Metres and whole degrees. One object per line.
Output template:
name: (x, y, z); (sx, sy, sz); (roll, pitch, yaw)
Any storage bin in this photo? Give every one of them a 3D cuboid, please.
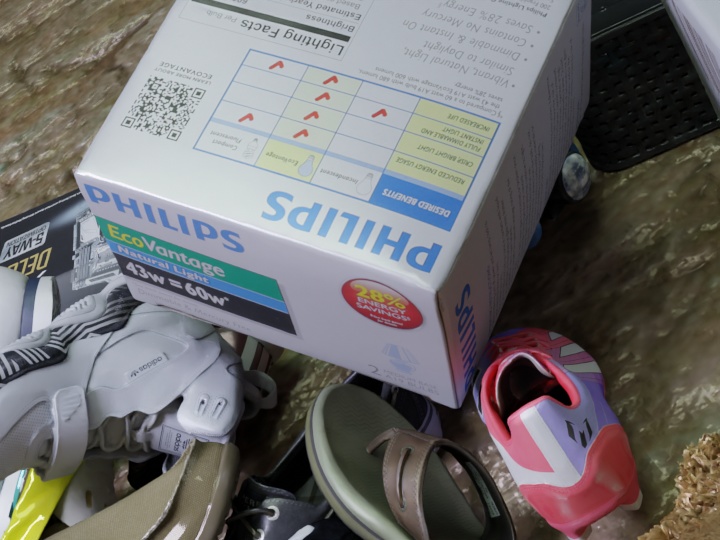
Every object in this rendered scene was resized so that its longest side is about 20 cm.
storage bin: (0.205, -0.165, 0.993); (0.198, 0.094, 0.136); (-24, 33, 17)

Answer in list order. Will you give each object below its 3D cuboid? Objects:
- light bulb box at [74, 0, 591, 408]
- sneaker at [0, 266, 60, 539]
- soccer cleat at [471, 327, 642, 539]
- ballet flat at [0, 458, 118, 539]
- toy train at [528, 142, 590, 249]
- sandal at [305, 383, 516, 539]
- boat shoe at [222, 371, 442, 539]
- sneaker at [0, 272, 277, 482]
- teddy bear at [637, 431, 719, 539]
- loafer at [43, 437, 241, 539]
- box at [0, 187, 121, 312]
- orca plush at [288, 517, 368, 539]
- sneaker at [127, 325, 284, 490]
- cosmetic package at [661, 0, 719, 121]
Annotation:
light bulb box: (-0.005, -0.067, 0.834); (0.196, 0.125, 0.201); (18, 63, 18)
sneaker: (-0.233, 0.097, 0.991); (0.076, 0.079, 0.203); (137, 141, -78)
soccer cleat: (0.085, 0.059, 0.802); (0.066, 0.077, 0.200); (-32, 19, 5)
ballet flat: (-0.176, 0.158, 0.932); (0.066, 0.067, 0.201); (22, 73, 19)
toy train: (0.045, -0.074, 0.999); (0.199, 0.115, 0.087); (2, 47, 44)
sandal: (0.042, 0.115, 0.774); (0.201, 0.079, 0.058); (49, 122, 45)
boat shoe: (-0.036, 0.127, 0.856); (0.200, 0.067, 0.070); (-45, 34, -16)
sneaker: (-0.135, 0.081, 0.883); (0.115, 0.076, 0.200); (37, 47, 15)
teddy bear: (0.190, 0.100, 0.701); (0.144, 0.067, 0.200); (3, 41, 38)
loafer: (-0.137, 0.159, 0.847); (0.200, 0.067, 0.076); (-51, 12, 10)
box: (-0.188, -0.004, 1.179); (0.198, 0.050, 0.159); (-22, 35, 19)
orca plush: (-0.072, 0.189, 0.769); (0.199, 0.071, 0.106); (-34, 61, 0)
sneaker: (-0.143, 0.086, 1.003); (0.198, 0.076, 0.116); (-16, 44, 33)
cosmetic package: (0.273, -0.118, 0.802); (0.199, 0.167, 0.168); (-29, 33, 10)
